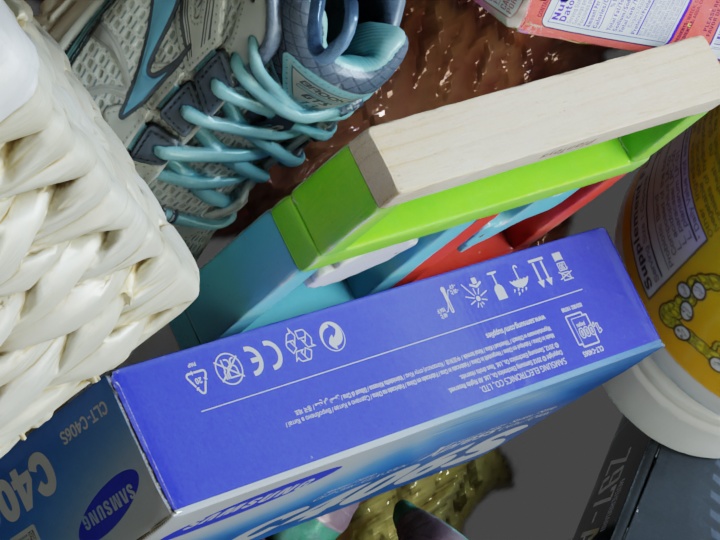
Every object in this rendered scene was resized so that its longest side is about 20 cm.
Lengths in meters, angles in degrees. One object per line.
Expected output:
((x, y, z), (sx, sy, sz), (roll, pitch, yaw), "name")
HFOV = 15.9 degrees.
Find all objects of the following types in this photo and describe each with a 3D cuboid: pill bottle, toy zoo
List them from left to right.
((0.000, 0.000, 0.738), (0.131, 0.020, 0.200), (-18, 166, -40), "toy zoo")
((0.147, -0.016, 0.809), (0.113, 0.113, 0.200), (-19, 163, -28), "pill bottle")

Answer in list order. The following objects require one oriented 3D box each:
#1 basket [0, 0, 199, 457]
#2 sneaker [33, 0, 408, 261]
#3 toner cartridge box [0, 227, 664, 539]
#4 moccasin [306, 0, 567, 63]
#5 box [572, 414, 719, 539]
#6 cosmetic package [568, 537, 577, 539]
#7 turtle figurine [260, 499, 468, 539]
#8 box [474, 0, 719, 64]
((-0.152, -0.004, 0.585), (0.200, 0.136, 0.123), (-38, 140, 4), "basket")
((-0.036, -0.060, 0.692), (0.078, 0.086, 0.200), (9, 113, -43), "sneaker")
((-0.012, 0.043, 0.738), (0.200, 0.043, 0.095), (-16, 165, -43), "toner cartridge box")
((-0.025, -0.102, 0.617), (0.080, 0.200, 0.068), (-53, 156, -40), "moccasin")
((0.166, 0.133, 0.893), (0.160, 0.200, 0.044), (-63, -171, -32), "box")
((0.112, 0.122, 0.951), (0.200, 0.051, 0.083), (-17, 158, -29), "cosmetic package")
((-0.048, 0.149, 0.832), (0.200, 0.101, 0.150), (-52, 142, -7), "turtle figurine")
((0.088, -0.167, 0.710), (0.102, 0.095, 0.200), (3, 117, -40), "box")
